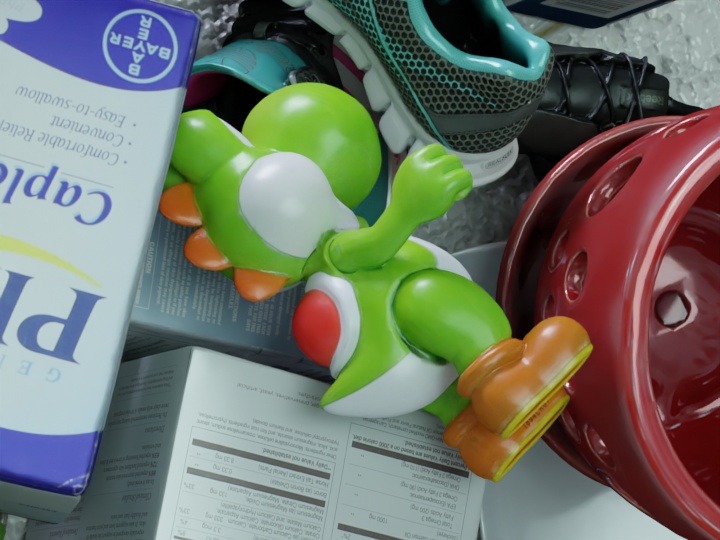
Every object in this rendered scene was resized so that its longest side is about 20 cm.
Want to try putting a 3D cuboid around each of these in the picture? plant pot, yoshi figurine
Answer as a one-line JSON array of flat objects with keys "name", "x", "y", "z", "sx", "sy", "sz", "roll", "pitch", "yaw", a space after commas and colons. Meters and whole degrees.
[{"name": "plant pot", "x": 0.167, "y": 0.025, "z": 1.212, "sx": 0.200, "sy": 0.182, "sz": 0.200, "roll": 0, "pitch": 91, "yaw": -20}, {"name": "yoshi figurine", "x": 0.010, "y": -0.012, "z": 1.150, "sx": 0.200, "sy": 0.112, "sz": 0.112, "roll": 39, "pitch": 107, "yaw": 12}]

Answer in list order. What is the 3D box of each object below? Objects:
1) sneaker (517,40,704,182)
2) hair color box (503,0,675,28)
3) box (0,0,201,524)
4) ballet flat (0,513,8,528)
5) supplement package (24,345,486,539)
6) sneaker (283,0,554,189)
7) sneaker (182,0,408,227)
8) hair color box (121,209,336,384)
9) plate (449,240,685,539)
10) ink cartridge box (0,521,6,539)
[{"name": "sneaker", "x": 0.094, "y": -0.083, "z": 1.305, "sx": 0.200, "sy": 0.091, "sz": 0.076, "roll": 12, "pitch": 77, "yaw": -47}, {"name": "hair color box", "x": 0.126, "y": -0.229, "z": 1.363, "sx": 0.061, "sy": 0.100, "sz": 0.200, "roll": 9, "pitch": 79, "yaw": -27}, {"name": "box", "x": -0.176, "y": -0.020, "z": 1.077, "sx": 0.184, "sy": 0.105, "sz": 0.200, "roll": 15, "pitch": 77, "yaw": -11}, {"name": "ballet flat", "x": -0.197, "y": 0.162, "z": 1.162, "sx": 0.068, "sy": 0.067, "sz": 0.200, "roll": 20, "pitch": 78, "yaw": 13}, {"name": "supplement package", "x": -0.056, "y": 0.153, "z": 1.187, "sx": 0.151, "sy": 0.152, "sz": 0.200, "roll": 16, "pitch": 75, "yaw": -25}, {"name": "sneaker", "x": 0.015, "y": -0.134, "z": 1.191, "sx": 0.078, "sy": 0.091, "sz": 0.200, "roll": -38, "pitch": 86, "yaw": -33}, {"name": "sneaker", "x": -0.039, "y": -0.102, "z": 1.254, "sx": 0.121, "sy": 0.084, "sz": 0.200, "roll": 0, "pitch": 83, "yaw": -59}, {"name": "hair color box", "x": -0.073, "y": 0.011, "z": 1.227, "sx": 0.200, "sy": 0.099, "sz": 0.061, "roll": 14, "pitch": 76, "yaw": -26}, {"name": "plate", "x": 0.137, "y": 0.072, "z": 1.316, "sx": 0.200, "sy": 0.032, "sz": 0.200, "roll": -12, "pitch": 94, "yaw": -17}, {"name": "ink cartridge box", "x": -0.247, "y": 0.109, "z": 1.058, "sx": 0.200, "sy": 0.148, "sz": 0.076, "roll": 10, "pitch": 76, "yaw": 0}]
